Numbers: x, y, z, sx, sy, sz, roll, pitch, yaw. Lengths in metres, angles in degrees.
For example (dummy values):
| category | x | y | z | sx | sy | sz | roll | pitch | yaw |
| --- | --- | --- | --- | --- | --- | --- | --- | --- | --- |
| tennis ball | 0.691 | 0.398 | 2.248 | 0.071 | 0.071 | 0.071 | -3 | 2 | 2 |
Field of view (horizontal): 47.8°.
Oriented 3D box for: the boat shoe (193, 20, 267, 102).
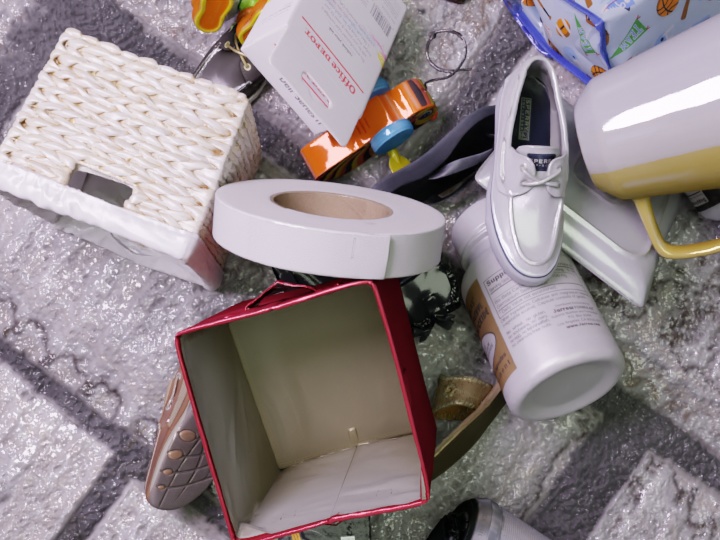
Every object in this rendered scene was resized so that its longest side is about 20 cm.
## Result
| category | x | y | z | sx | sy | sz | roll | pitch | yaw |
| --- | --- | --- | --- | --- | --- | --- | --- | --- | --- |
| boat shoe | -0.110 | -0.241 | 0.860 | 0.201 | 0.061 | 0.072 | -43 | 86 | -5 |

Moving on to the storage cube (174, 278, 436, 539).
| category | x | y | z | sx | sy | sz | roll | pitch | yaw |
| --- | --- | --- | --- | --- | --- | --- | --- | --- | --- |
| storage cube | -0.034 | 0.101 | 0.707 | 0.168 | 0.180 | 0.204 | -15 | 93 | 9 |

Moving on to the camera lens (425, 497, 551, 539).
| category | x | y | z | sx | sy | sz | roll | pitch | yaw |
| --- | --- | --- | --- | --- | --- | --- | --- | --- | --- |
| camera lens | 0.144 | 0.326 | 0.760 | 0.198 | 0.160 | 0.162 | 32 | 84 | 2 |

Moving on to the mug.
| category | x | y | z | sx | sy | sz | roll | pitch | yaw |
| --- | --- | --- | --- | --- | --- | --- | --- | --- | --- |
| mug | 0.278 | -0.117 | 0.725 | 0.151 | 0.149 | 0.190 | -14 | 70 | 25 |

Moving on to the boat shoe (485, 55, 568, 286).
| category | x | y | z | sx | sy | sz | roll | pitch | yaw |
| --- | --- | --- | --- | --- | --- | --- | --- | --- | --- |
| boat shoe | 0.149 | -0.091 | 0.722 | 0.072 | 0.065 | 0.204 | -1 | 77 | -6 |

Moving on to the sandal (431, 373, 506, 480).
| category | x | y | z | sx | sy | sz | roll | pitch | yaw |
| --- | --- | --- | --- | --- | --- | --- | --- | --- | --- |
| sandal | 0.111 | 0.128 | 0.836 | 0.211 | 0.078 | 0.070 | -39 | 63 | -11 |

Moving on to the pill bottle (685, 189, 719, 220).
| category | x | y | z | sx | sy | sz | roll | pitch | yaw |
| --- | --- | --- | --- | --- | --- | --- | --- | --- | --- |
| pill bottle | 0.373 | -0.126 | 0.832 | 0.115 | 0.116 | 0.202 | -35 | 86 | -4 |

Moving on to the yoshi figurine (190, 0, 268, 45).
| category | x | y | z | sx | sy | sz | roll | pitch | yaw |
| --- | --- | --- | --- | --- | --- | --- | --- | --- | --- |
| yoshi figurine | -0.125 | -0.331 | 0.823 | 0.110 | 0.113 | 0.203 | -13 | 57 | 2 |

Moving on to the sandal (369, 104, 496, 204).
| category | x | y | z | sx | sy | sz | roll | pitch | yaw |
| --- | --- | --- | --- | --- | --- | --- | --- | --- | --- |
| sandal | 0.088 | -0.096 | 0.829 | 0.199 | 0.077 | 0.043 | -38 | 62 | -18 |

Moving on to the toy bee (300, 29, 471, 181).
| category | x | y | z | sx | sy | sz | roll | pitch | yaw |
| --- | --- | --- | --- | --- | --- | --- | --- | --- | --- |
| toy bee | 0.039 | -0.154 | 0.846 | 0.196 | 0.108 | 0.134 | -11 | 89 | 24 |

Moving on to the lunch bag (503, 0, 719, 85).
| category | x | y | z | sx | sy | sz | roll | pitch | yaw |
| --- | --- | --- | --- | --- | --- | --- | --- | --- | --- |
| lunch bag | 0.257 | -0.293 | 0.834 | 0.168 | 0.125 | 0.201 | -33 | 47 | -3 |

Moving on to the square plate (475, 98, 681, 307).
| category | x | y | z | sx | sy | sz | roll | pitch | yaw |
| --- | --- | --- | --- | --- | --- | --- | --- | --- | --- |
| square plate | 0.231 | -0.087 | 0.814 | 0.199 | 0.029 | 0.199 | 38 | 48 | 2 |

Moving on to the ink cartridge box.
| category | x | y | z | sx | sy | sz | roll | pitch | yaw |
| --- | --- | --- | --- | --- | --- | --- | --- | --- | --- |
| ink cartridge box | -0.037 | -0.217 | 0.772 | 0.117 | 0.067 | 0.202 | 45 | 51 | -33 |

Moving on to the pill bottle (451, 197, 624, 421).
| category | x | y | z | sx | sy | sz | roll | pitch | yaw |
| --- | --- | --- | --- | --- | --- | --- | --- | --- | --- |
| pill bottle | 0.160 | 0.030 | 0.782 | 0.112 | 0.115 | 0.202 | -17 | 55 | -3 |

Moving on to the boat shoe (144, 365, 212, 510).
| category | x | y | z | sx | sy | sz | roll | pitch | yaw |
| --- | --- | --- | --- | --- | --- | --- | --- | --- | --- |
| boat shoe | -0.164 | 0.139 | 0.820 | 0.075 | 0.071 | 0.203 | 35 | 74 | -41 |

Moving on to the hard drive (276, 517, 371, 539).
| category | x | y | z | sx | sy | sz | roll | pitch | yaw |
| --- | --- | --- | --- | --- | --- | --- | --- | --- | --- |
| hard drive | -0.057 | 0.261 | 0.824 | 0.137 | 0.038 | 0.205 | -3 | 85 | -2 |

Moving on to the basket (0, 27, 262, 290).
| category | x | y | z | sx | sy | sz | roll | pitch | yaw |
| --- | --- | --- | --- | --- | --- | --- | --- | --- | --- |
| basket | -0.209 | -0.097 | 0.776 | 0.195 | 0.200 | 0.164 | 21 | 82 | 1 |

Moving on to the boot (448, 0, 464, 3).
| category | x | y | z | sx | sy | sz | roll | pitch | yaw |
| --- | --- | --- | --- | --- | --- | --- | --- | --- | --- |
| boot | 0.052 | -0.380 | 0.835 | 0.200 | 0.146 | 0.070 | 44 | 83 | 3 |

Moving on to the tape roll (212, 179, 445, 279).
| category | x | y | z | sx | sy | sz | roll | pitch | yaw |
| --- | --- | --- | --- | --- | --- | --- | --- | --- | --- |
| tape roll | -0.026 | -0.039 | 0.687 | 0.198 | 0.203 | 0.038 | 8 | 106 | -1 |

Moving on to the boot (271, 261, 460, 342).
| category | x | y | z | sx | sy | sz | roll | pitch | yaw |
| --- | --- | --- | --- | --- | --- | --- | --- | --- | --- |
| boot | 0.000 | -0.001 | 0.835 | 0.161 | 0.073 | 0.201 | -29 | 86 | -6 |
